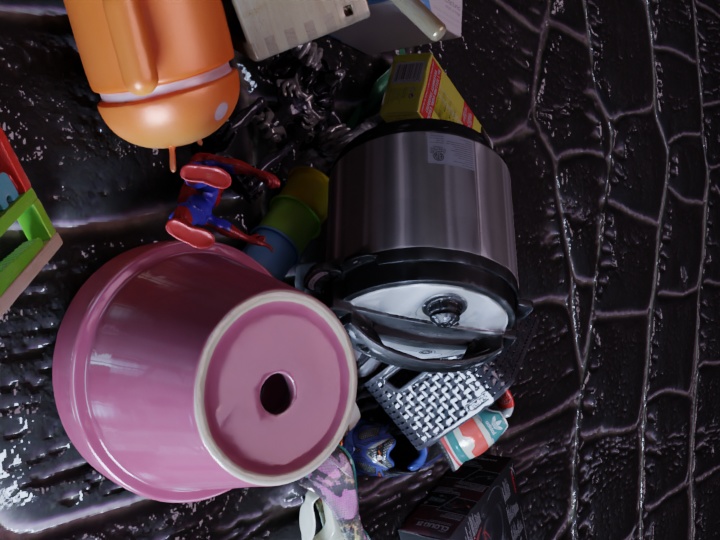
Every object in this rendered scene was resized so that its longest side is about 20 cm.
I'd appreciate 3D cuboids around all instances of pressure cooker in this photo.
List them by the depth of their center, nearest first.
[{"bbox_3d":[0.050,-0.008,0.761,0.179,0.174,0.202,47,37,-54],"label":"pressure cooker"}]

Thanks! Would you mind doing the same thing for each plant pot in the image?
[{"bbox_3d":[-0.103,0.076,0.632,0.198,0.178,0.203,1,89,-37],"label":"plant pot"}]

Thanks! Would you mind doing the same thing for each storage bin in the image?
[{"bbox_3d":[0.103,0.087,0.939,0.094,0.135,0.200,49,28,-2],"label":"storage bin"}]

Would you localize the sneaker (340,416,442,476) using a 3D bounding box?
[{"bbox_3d":[0.048,0.200,0.959,0.199,0.078,0.076,5,87,-56],"label":"sneaker"}]

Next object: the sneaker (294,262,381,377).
[{"bbox_3d":[0.000,0.000,0.898,0.115,0.074,0.202,42,60,-48],"label":"sneaker"}]

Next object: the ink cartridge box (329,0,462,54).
[{"bbox_3d":[0.025,-0.347,0.895,0.128,0.124,0.203,6,85,-53],"label":"ink cartridge box"}]

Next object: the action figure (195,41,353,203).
[{"bbox_3d":[-0.057,-0.148,0.803,0.200,0.101,0.120,-51,118,-39],"label":"action figure"}]

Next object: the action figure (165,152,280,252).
[{"bbox_3d":[-0.099,-0.051,0.678,0.098,0.200,0.066,18,97,-14],"label":"action figure"}]

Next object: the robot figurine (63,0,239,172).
[{"bbox_3d":[-0.156,-0.182,0.652,0.116,0.143,0.202,-26,115,-31],"label":"robot figurine"}]

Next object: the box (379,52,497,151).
[{"bbox_3d":[0.092,-0.155,0.962,0.200,0.050,0.076,40,60,-52],"label":"box"}]

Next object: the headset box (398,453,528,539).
[{"bbox_3d":[0.129,0.344,1.073,0.200,0.074,0.150,-35,117,-49],"label":"headset box"}]

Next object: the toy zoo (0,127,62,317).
[{"bbox_3d":[-0.264,-0.071,0.538,0.132,0.020,0.202,-79,152,-61],"label":"toy zoo"}]

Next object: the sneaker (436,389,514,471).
[{"bbox_3d":[0.139,0.164,1.016,0.071,0.093,0.200,60,13,-4],"label":"sneaker"}]

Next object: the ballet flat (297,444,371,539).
[{"bbox_3d":[-0.026,0.261,0.867,0.071,0.069,0.202,-32,128,-27],"label":"ballet flat"}]

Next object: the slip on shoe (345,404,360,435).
[{"bbox_3d":[-0.052,0.101,0.817,0.061,0.076,0.201,-41,145,-23],"label":"slip on shoe"}]

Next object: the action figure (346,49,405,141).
[{"bbox_3d":[0.023,-0.148,0.956,0.200,0.054,0.119,-51,132,-36],"label":"action figure"}]

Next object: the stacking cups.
[{"bbox_3d":[-0.091,-0.012,0.796,0.201,0.060,0.061,-56,132,-34],"label":"stacking cups"}]

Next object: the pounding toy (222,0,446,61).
[{"bbox_3d":[-0.052,-0.259,0.691,0.141,0.200,0.186,-24,114,-9],"label":"pounding toy"}]
